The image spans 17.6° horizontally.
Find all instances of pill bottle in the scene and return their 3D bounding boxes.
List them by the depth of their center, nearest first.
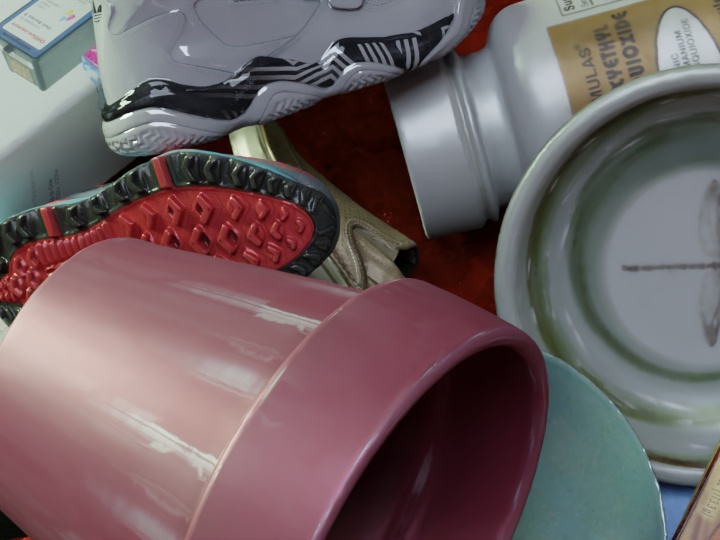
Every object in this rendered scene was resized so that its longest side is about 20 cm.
[{"bbox_3d":[0.117,-0.084,1.138,0.200,0.114,0.114,-15,64,2],"label":"pill bottle"}]

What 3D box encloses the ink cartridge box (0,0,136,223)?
[{"bbox_3d":[-0.164,-0.121,1.191,0.145,0.088,0.200,38,63,22],"label":"ink cartridge box"}]

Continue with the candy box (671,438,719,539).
[{"bbox_3d":[0.230,0.157,1.022,0.200,0.055,0.115,26,73,8],"label":"candy box"}]

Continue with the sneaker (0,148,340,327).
[{"bbox_3d":[-0.084,-0.025,1.090,0.200,0.079,0.096,-7,16,36],"label":"sneaker"}]

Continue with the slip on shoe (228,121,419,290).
[{"bbox_3d":[0.000,0.000,1.138,0.061,0.076,0.200,-29,67,1],"label":"slip on shoe"}]

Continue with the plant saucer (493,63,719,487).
[{"bbox_3d":[0.162,0.000,1.081,0.200,0.050,0.200,1,104,2],"label":"plant saucer"}]

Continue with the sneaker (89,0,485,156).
[{"bbox_3d":[-0.039,-0.134,1.079,0.200,0.075,0.115,-21,103,-20],"label":"sneaker"}]

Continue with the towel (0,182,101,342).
[{"bbox_3d":[-0.142,0.030,1.171,0.200,0.034,0.133,35,74,22],"label":"towel"}]

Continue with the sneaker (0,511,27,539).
[{"bbox_3d":[-0.101,0.091,1.065,0.200,0.079,0.095,-29,74,-21],"label":"sneaker"}]

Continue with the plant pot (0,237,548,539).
[{"bbox_3d":[-0.049,0.079,0.945,0.179,0.200,0.200,25,71,24],"label":"plant pot"}]

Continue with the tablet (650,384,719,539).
[{"bbox_3d":[0.165,0.102,1.100,0.130,0.014,0.200,-34,64,-7],"label":"tablet"}]

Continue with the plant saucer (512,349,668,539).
[{"bbox_3d":[0.039,0.128,1.031,0.201,0.039,0.201,-6,67,15],"label":"plant saucer"}]
